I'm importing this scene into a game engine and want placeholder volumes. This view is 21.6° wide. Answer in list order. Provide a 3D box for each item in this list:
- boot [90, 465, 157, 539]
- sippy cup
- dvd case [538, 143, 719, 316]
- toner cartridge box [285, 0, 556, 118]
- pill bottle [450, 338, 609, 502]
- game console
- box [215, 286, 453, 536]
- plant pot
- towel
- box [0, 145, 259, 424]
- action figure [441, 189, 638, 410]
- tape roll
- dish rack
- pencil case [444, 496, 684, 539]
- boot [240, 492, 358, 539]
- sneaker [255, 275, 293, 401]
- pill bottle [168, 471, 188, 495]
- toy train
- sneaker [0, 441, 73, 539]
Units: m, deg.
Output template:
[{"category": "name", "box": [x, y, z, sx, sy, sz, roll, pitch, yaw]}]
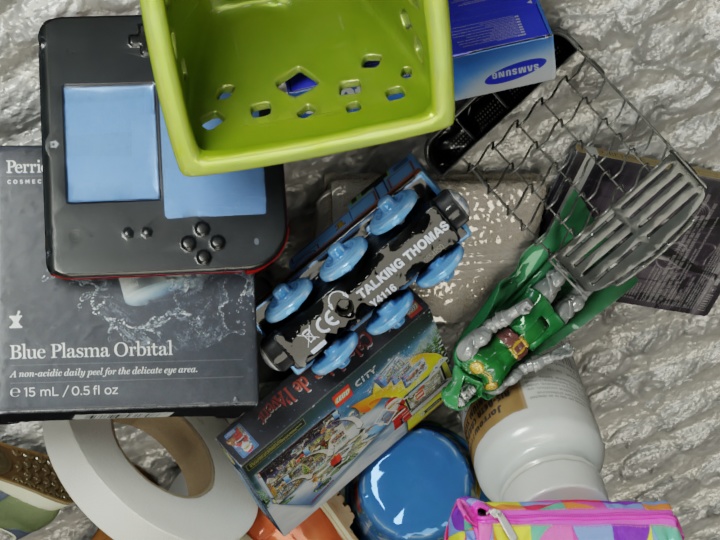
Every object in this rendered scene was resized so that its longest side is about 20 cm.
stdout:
[{"category": "boot", "box": [-0.238, 0.260, 1.746, 0.154, 0.077, 0.200, -26, 138, 15]}, {"category": "sippy cup", "box": [0.049, 0.195, 1.668, 0.176, 0.141, 0.130, 6, 169, 4]}, {"category": "dvd case", "box": [0.243, -0.032, 1.628, 0.198, 0.016, 0.149, 9, 129, -20]}, {"category": "toner cartridge box", "box": [0.039, -0.165, 1.416, 0.198, 0.095, 0.043, -12, 133, -1]}, {"category": "pill bottle", "box": [0.149, 0.144, 1.636, 0.113, 0.201, 0.115, -6, 131, -7]}, {"category": "game console", "box": [-0.145, -0.093, 1.384, 0.175, 0.202, 0.031, -1, 164, -12]}, {"category": "box", "box": [-0.015, 0.116, 1.554, 0.200, 0.038, 0.137, -39, 146, -11]}, {"category": "plant pot", "box": [-0.051, -0.206, 1.295, 0.198, 0.182, 0.200, -10, 124, -3]}, {"category": "towel", "box": [0.055, -0.019, 1.569, 0.198, 0.035, 0.133, -2, 120, -14]}, {"category": "box", "box": [-0.183, 0.012, 1.436, 0.195, 0.202, 0.117, -1, 172, -12]}, {"category": "action figure", "box": [0.143, 0.043, 1.579, 0.200, 0.055, 0.118, -44, 120, -4]}, {"category": "tape roll", "box": [-0.173, 0.156, 1.576, 0.202, 0.204, 0.037, 28, 120, -31]}, {"category": "dish rack", "box": [0.168, -0.079, 1.497, 0.153, 0.055, 0.200, -42, 97, 22]}, {"category": "pencil case", "box": [0.164, 0.224, 1.519, 0.198, 0.089, 0.089, 3, 130, -17]}, {"category": "boot", "box": [-0.037, 0.271, 1.672, 0.107, 0.075, 0.201, -43, 118, -18]}, {"category": "sneaker", "box": [-0.052, 0.055, 1.596, 0.074, 0.107, 0.199, -21, 170, 36]}, {"category": "pill bottle", "box": [-0.086, 0.253, 1.738, 0.108, 0.109, 0.200, -36, 128, 18]}, {"category": "toy train", "box": [0.000, 0.000, 1.479, 0.200, 0.114, 0.087, -40, 108, 6]}, {"category": "sneaker", "box": [-0.350, 0.181, 1.645, 0.199, 0.067, 0.090, 30, 121, -30]}]
